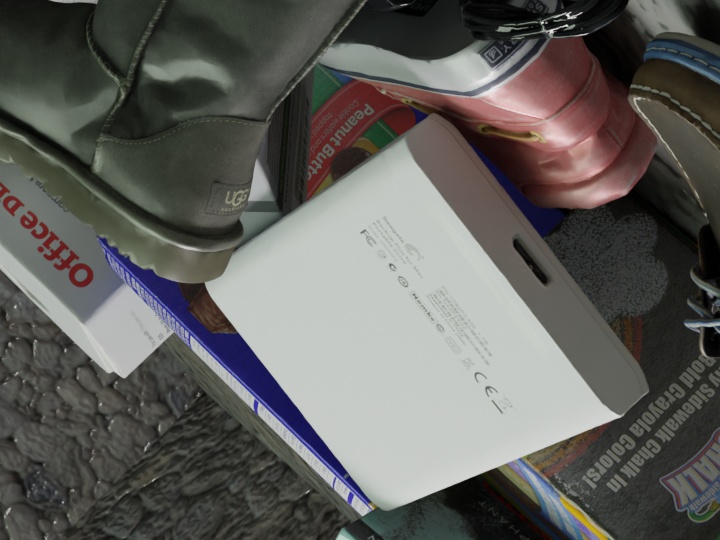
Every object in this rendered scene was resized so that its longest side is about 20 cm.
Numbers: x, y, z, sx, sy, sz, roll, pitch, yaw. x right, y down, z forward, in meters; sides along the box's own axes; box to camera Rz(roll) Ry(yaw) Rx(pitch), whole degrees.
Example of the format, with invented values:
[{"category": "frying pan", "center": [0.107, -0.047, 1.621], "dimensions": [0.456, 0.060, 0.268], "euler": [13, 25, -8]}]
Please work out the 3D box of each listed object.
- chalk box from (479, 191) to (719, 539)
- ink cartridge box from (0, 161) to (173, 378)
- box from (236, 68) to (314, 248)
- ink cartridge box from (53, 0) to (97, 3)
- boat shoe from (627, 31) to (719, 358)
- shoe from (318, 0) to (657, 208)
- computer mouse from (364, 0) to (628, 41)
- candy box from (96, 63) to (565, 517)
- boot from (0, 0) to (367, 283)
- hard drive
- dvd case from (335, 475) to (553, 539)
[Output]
[{"category": "chalk box", "center": [0.142, 0.081, 1.082], "dimensions": [0.200, 0.124, 0.124], "euler": [43, 171, 23]}, {"category": "ink cartridge box", "center": [-0.113, -0.066, 1.334], "dimensions": [0.146, 0.200, 0.084], "euler": [41, 170, 22]}, {"category": "box", "center": [-0.053, -0.114, 1.027], "dimensions": [0.041, 0.156, 0.200], "euler": [0, 161, 8]}, {"category": "ink cartridge box", "center": [-0.155, -0.141, 1.190], "dimensions": [0.050, 0.162, 0.200], "euler": [38, -179, 36]}, {"category": "boat shoe", "center": [0.151, 0.007, 0.851], "dimensions": [0.200, 0.072, 0.072], "euler": [47, 171, -15]}, {"category": "shoe", "center": [0.040, -0.079, 0.979], "dimensions": [0.091, 0.071, 0.200], "euler": [46, 173, -25]}, {"category": "computer mouse", "center": [0.038, -0.106, 0.890], "dimensions": [0.034, 0.059, 0.200], "euler": [51, 170, -30]}, {"category": "candy box", "center": [0.000, 0.000, 1.221], "dimensions": [0.200, 0.169, 0.077], "euler": [44, 174, 6]}, {"category": "boot", "center": [-0.065, -0.120, 0.853], "dimensions": [0.182, 0.200, 0.073], "euler": [34, -154, 17]}, {"category": "hard drive", "center": [0.020, 0.024, 1.011], "dimensions": [0.132, 0.026, 0.200], "euler": [52, 151, -4]}, {"category": "dvd case", "center": [0.097, 0.134, 1.151], "dimensions": [0.146, 0.022, 0.200], "euler": [39, -145, 20]}]
